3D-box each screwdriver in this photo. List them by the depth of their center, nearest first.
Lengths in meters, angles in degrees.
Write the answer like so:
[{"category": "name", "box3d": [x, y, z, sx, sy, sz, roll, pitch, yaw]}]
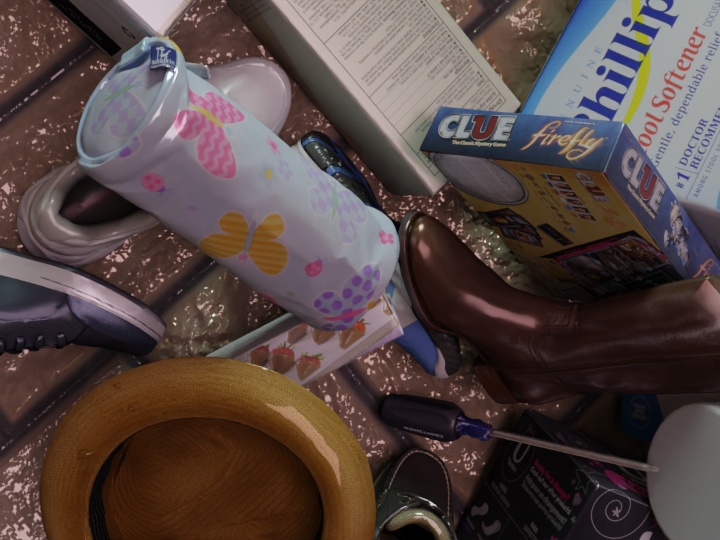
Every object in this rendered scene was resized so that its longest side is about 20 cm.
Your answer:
[{"category": "screwdriver", "box3d": [0.103, 0.116, 0.780, 0.028, 0.199, 0.029, -33, 130, -53]}]

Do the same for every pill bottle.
[{"category": "pill bottle", "box3d": [0.291, 0.133, 0.750, 0.199, 0.113, 0.114, 3, 92, -28]}]

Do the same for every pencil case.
[{"category": "pencil case", "box3d": [-0.066, -0.044, 0.657, 0.083, 0.091, 0.200, -35, 128, 23]}]

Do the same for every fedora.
[{"category": "fedora", "box3d": [-0.087, 0.133, 0.693, 0.199, 0.082, 0.202, 1, 103, 6]}]

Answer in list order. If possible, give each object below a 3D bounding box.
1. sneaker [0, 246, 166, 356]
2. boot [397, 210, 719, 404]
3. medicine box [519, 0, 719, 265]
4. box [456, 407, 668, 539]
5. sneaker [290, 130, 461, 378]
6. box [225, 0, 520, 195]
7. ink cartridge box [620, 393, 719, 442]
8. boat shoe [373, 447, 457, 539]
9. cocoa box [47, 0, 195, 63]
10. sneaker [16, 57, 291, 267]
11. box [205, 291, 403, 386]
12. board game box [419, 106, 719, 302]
[{"category": "sneaker", "box3d": [-0.229, 0.057, 0.687, 0.201, 0.077, 0.147, 18, 75, -11]}, {"category": "boot", "box3d": [0.143, 0.018, 0.722, 0.187, 0.199, 0.065, 49, 49, -36]}, {"category": "medicine box", "box3d": [0.231, -0.109, 0.783, 0.183, 0.199, 0.103, -61, 145, -10]}, {"category": "box", "box3d": [0.194, 0.201, 0.823, 0.199, 0.132, 0.115, 24, 99, -20]}, {"category": "sneaker", "box3d": [0.000, 0.000, 0.791, 0.077, 0.076, 0.200, -34, 109, 13]}, {"category": "box", "box3d": [0.003, -0.152, 0.769, 0.095, 0.078, 0.200, -44, 107, -13]}, {"category": "ink cartridge box", "box3d": [0.259, 0.031, 0.854, 0.067, 0.116, 0.202, 2, 92, -28]}, {"category": "boat shoe", "box3d": [0.035, 0.181, 0.748, 0.073, 0.200, 0.065, 26, 123, -6]}, {"category": "cocoa box", "box3d": [-0.162, -0.239, 0.672, 0.200, 0.133, 0.132, 42, 78, -18]}, {"category": "sneaker", "box3d": [-0.117, -0.067, 0.717, 0.200, 0.099, 0.078, -39, 103, -14]}, {"category": "box", "box3d": [-0.068, 0.064, 0.742, 0.199, 0.041, 0.039, -28, 104, 2]}, {"category": "board game box", "box3d": [0.144, -0.032, 0.745, 0.200, 0.135, 0.035, 41, 69, -45]}]
